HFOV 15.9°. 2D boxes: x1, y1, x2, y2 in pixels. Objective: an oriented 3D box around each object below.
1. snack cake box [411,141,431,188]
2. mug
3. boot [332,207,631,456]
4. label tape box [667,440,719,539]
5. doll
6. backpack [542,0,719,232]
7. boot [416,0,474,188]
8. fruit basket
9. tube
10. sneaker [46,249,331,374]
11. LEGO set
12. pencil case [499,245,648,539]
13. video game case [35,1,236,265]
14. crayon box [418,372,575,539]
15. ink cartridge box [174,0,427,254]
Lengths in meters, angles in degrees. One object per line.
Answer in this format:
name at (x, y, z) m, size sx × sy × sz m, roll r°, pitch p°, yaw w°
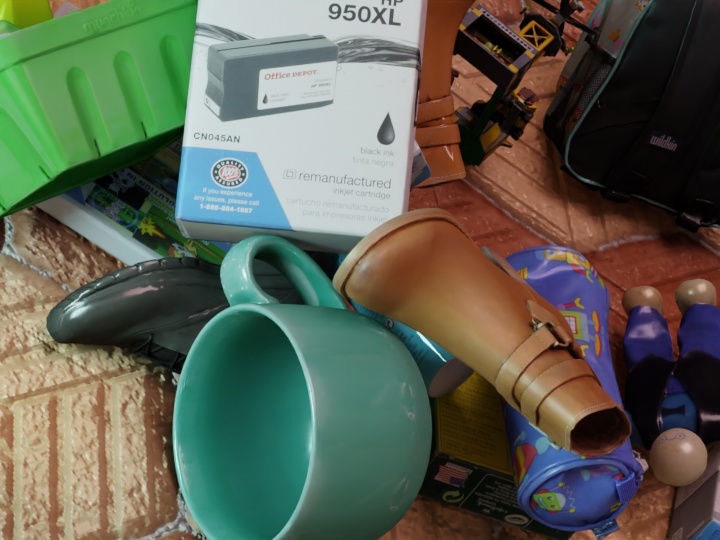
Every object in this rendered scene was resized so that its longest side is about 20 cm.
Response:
snack cake box at (-0.032, -0.139, 1.742) m, size 0.200 × 0.067 × 0.115 m, roll 59°, pitch 0°, yaw 8°
mug at (-0.025, 0.083, 1.587) m, size 0.114 × 0.185 × 0.152 m, roll 3°, pitch 13°, yaw -38°
boot at (0.082, 0.043, 1.577) m, size 0.200 × 0.074 × 0.155 m, roll 10°, pitch 36°, yaw -54°
label tape box at (0.304, 0.158, 1.843) m, size 0.144 × 0.063 × 0.200 m, roll 30°, pitch 40°, yaw -9°
doll at (0.219, 0.085, 1.825) m, size 0.136 × 0.048 × 0.200 m, roll -7°, pitch 34°, yaw 8°
backpack at (0.254, -0.156, 2.006) m, size 0.176 × 0.200 × 0.153 m, roll 20°, pitch 26°, yaw -17°
boot at (0.047, -0.139, 1.822) m, size 0.074 × 0.200 × 0.155 m, roll -6°, pitch 76°, yaw -60°
fruit basket at (-0.215, -0.152, 1.682) m, size 0.216 × 0.156 × 0.216 m, roll 21°, pitch 55°, yaw -35°
tube at (0.000, 0.000, 1.725) m, size 0.050 × 0.077 × 0.200 m, roll -35°, pitch 67°, yaw -22°
sneaker at (-0.103, 0.037, 1.659) m, size 0.200 × 0.076 × 0.091 m, roll -6°, pitch 80°, yaw -25°
LEGO set at (0.076, -0.189, 1.943) m, size 0.200 × 0.154 × 0.116 m, roll 36°, pitch 51°, yaw 15°
pencil case at (0.135, 0.077, 1.705) m, size 0.087 × 0.078 × 0.200 m, roll -5°, pitch 50°, yaw -2°
video game case at (-0.157, -0.081, 1.773) m, size 0.200 × 0.022 × 0.182 m, roll 34°, pitch 40°, yaw -5°
crayon box at (0.094, 0.081, 1.775) m, size 0.127 × 0.051 × 0.200 m, roll 20°, pitch 43°, yaw -19°
ink cartridge box at (-0.035, -0.117, 1.638) m, size 0.145 × 0.084 × 0.200 m, roll 5°, pitch 82°, yaw 2°
